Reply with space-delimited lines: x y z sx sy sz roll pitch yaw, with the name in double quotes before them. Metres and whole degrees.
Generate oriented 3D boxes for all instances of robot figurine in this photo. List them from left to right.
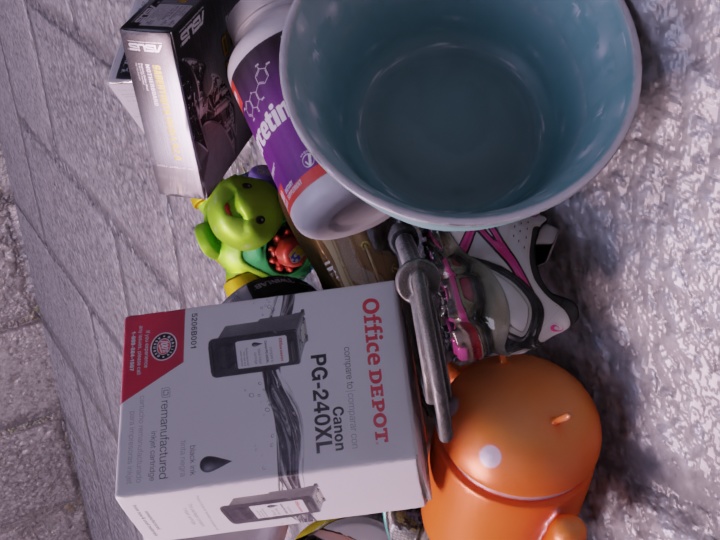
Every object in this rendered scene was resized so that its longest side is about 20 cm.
"robot figurine" 0.103 0.139 0.745 0.144 0.117 0.200 -69 -11 -47

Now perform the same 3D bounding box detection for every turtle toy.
"turtle toy" -0.095 -0.042 1.001 0.146 0.101 0.200 68 -163 9

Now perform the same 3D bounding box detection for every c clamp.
"c clamp" 0.035 0.015 0.690 0.200 0.027 0.171 -100 2 -71

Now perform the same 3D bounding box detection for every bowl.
"bowl" 0.055 -0.104 0.628 0.105 0.201 0.201 88 157 -73

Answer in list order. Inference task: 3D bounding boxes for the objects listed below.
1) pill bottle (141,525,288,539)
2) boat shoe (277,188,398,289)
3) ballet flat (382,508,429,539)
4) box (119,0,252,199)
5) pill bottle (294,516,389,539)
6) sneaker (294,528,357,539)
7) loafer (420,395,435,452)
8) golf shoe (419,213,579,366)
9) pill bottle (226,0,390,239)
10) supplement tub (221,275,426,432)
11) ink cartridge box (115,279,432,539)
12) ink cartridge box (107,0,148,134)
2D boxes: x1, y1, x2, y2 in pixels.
"pill bottle" -0.121 0.198 0.888 0.200 0.116 0.116 126 123 -79
"boat shoe" 0.000 0.000 0.919 0.200 0.066 0.074 65 163 -11
"ballet flat" 0.070 0.260 0.952 0.072 0.072 0.200 39 147 50
"box" -0.130 -0.183 0.918 0.048 0.200 0.158 6 129 17
"pill bottle" -0.018 0.313 1.092 0.200 0.114 0.114 130 119 -74
"sneaker" 0.009 0.291 0.821 0.200 0.086 0.080 40 142 8
"loafer" 0.021 0.125 0.943 0.070 0.070 0.200 37 170 -35
"golf shoe" 0.088 -0.022 0.727 0.073 0.092 0.200 78 180 -50
"pill bottle" -0.037 -0.132 0.854 0.200 0.112 0.112 64 154 18
"supplement tub" -0.039 0.099 0.866 0.200 0.122 0.123 43 143 47
"ink cartridge box" -0.059 0.096 0.730 0.083 0.200 0.145 77 -175 -54
"ink cartridge box" -0.158 -0.205 0.986 0.200 0.043 0.198 69 -150 -66
